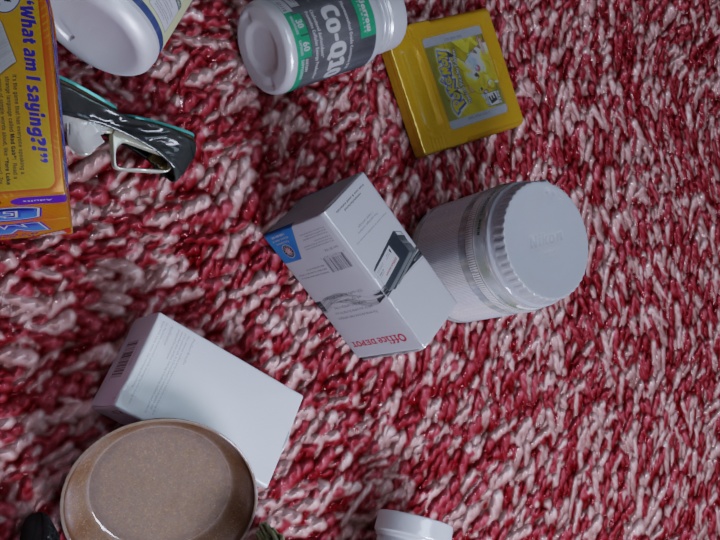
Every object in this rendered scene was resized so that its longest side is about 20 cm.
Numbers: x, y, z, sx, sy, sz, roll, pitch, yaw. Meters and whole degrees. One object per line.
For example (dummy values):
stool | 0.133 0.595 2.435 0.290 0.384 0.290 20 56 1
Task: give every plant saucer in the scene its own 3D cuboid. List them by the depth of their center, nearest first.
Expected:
plant saucer | -0.205 0.230 0.984 0.196 0.037 0.204 -5 115 -11

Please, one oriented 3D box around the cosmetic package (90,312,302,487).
cosmetic package | -0.173 0.143 1.043 0.199 0.081 0.114 36 64 -25

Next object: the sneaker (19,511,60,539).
sneaker | -0.318 0.306 0.879 0.089 0.201 0.077 -10 124 -5

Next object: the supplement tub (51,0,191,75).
supplement tub | -0.245 -0.331 1.036 0.144 0.144 0.202 36 64 -23

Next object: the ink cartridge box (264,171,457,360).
ink cartridge box | 0.000 0.000 1.144 0.084 0.144 0.201 -46 108 -31

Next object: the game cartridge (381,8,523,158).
game cartridge | 0.129 -0.266 1.345 0.198 0.032 0.179 -22 94 -36

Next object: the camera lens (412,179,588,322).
camera lens | 0.171 -0.021 1.228 0.158 0.199 0.163 6 79 -32

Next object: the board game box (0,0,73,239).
board game box | -0.369 -0.139 0.857 0.196 0.200 0.204 -6 84 -16

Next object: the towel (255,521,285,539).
towel | -0.070 0.377 1.026 0.036 0.148 0.204 -14 94 -13

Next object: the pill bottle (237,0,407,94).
pill bottle | -0.044 -0.297 1.184 0.198 0.112 0.115 -27 97 -34

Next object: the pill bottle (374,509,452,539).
pill bottle | 0.043 0.392 1.123 0.115 0.115 0.203 23 69 -28

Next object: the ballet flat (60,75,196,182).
ballet flat | -0.270 -0.149 1.038 0.198 0.068 0.070 21 79 -29
